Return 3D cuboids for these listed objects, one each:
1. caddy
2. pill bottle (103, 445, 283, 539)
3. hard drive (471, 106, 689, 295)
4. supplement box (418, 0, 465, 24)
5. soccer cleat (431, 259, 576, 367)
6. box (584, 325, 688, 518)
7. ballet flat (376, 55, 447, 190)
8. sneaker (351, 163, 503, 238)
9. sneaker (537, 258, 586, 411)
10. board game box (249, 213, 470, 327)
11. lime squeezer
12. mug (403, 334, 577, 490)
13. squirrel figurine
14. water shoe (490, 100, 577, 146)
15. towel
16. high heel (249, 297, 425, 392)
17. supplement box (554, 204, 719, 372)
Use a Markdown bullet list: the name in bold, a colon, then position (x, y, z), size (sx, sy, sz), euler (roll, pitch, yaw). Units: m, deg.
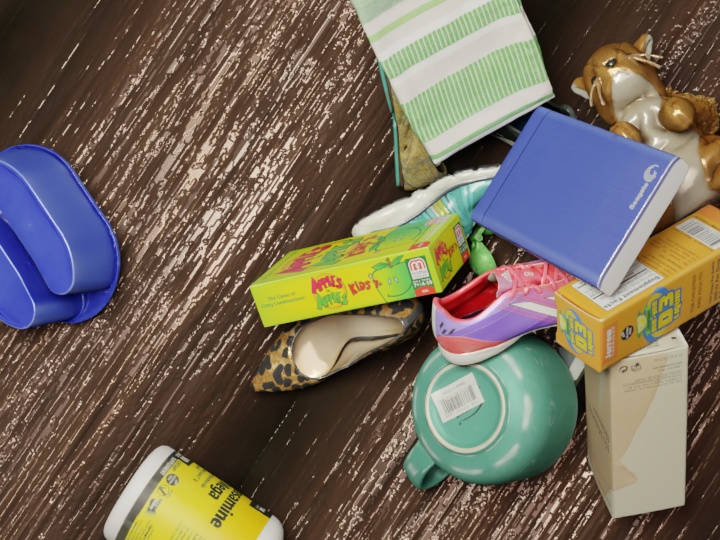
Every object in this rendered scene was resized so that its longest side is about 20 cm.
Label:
- **caddy**: position (-0.339, -0.035, 1.217), size (0.141, 0.105, 0.201), euler (-36, 86, 22)
- **pill bottle**: position (-0.152, 0.277, 1.186), size (0.199, 0.112, 0.113), euler (32, 88, 3)
- **hard drive**: position (0.197, -0.071, 1.081), size (0.025, 0.200, 0.133), euler (30, 93, -35)
- **supplement box**: position (0.062, -0.320, 1.183), size (0.103, 0.131, 0.201), euler (-29, 73, -1)
- **soccer cleat**: position (0.159, 0.019, 1.095), size (0.198, 0.074, 0.068), euler (-25, 43, -2)
- **box**: position (0.269, 0.135, 1.139), size (0.077, 0.095, 0.202), euler (-10, 121, -2)
- **ballet flat**: position (0.056, -0.167, 1.180), size (0.070, 0.201, 0.071), euler (-6, 43, 6)
- **sneaker**: position (0.089, -0.054, 1.216), size (0.199, 0.077, 0.080), euler (-27, 87, 14)
- **sneaker**: position (0.220, 0.039, 1.204), size (0.121, 0.083, 0.202), euler (42, 125, 39)
- **board game box**: position (0.000, 0.000, 1.161), size (0.198, 0.102, 0.048), euler (-12, 106, 26)
- **lime squeezer**: position (0.150, -0.035, 1.230), size (0.070, 0.038, 0.203), euler (1, 86, 3)
- **mug**: position (0.122, 0.150, 1.156), size (0.151, 0.114, 0.187), euler (18, 94, 30)
- **squirrel figurine**: position (0.293, -0.137, 1.165), size (0.141, 0.200, 0.188), euler (-37, 73, 20)
- **water shoe**: position (0.135, -0.180, 1.212), size (0.198, 0.079, 0.072), euler (19, 77, 5)
- **towel**: position (0.094, -0.213, 1.104), size (0.152, 0.023, 0.201), euler (-29, 126, 0)
- **high heel**: position (-0.028, 0.076, 1.175), size (0.199, 0.143, 0.072), euler (-31, 98, 0)
- **supplement box**: position (0.273, 0.015, 1.072), size (0.199, 0.069, 0.067), euler (-26, 129, -20)
